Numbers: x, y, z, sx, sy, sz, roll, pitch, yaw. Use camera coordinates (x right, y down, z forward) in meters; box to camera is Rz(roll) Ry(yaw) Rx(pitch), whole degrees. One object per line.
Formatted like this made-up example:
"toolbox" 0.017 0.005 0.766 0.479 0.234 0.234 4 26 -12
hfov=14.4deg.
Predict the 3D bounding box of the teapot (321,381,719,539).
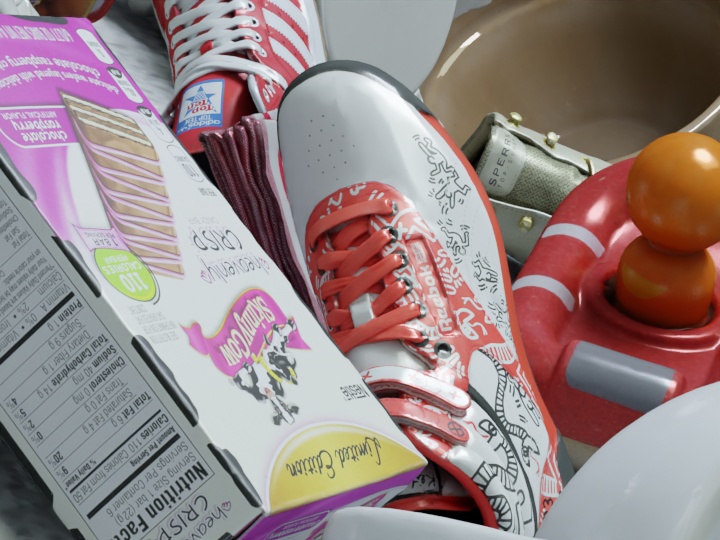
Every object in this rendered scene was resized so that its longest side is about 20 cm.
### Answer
"teapot" 0.112 0.125 0.875 0.146 0.197 0.201 -13 -78 58

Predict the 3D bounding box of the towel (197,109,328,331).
"towel" 0.000 0.000 1.144 0.145 0.023 0.200 69 17 -2

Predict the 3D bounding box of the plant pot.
"plant pot" 0.129 -0.085 1.612 0.201 0.200 0.093 49 -19 48

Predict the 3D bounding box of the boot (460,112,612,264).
"boot" 0.131 -0.030 1.436 0.154 0.072 0.200 26 -19 -16

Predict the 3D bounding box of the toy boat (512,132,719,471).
"toy boat" 0.134 -0.001 1.249 0.130 0.131 0.200 17 31 10

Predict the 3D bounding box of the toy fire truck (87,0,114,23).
"toy fire truck" -0.178 -0.212 1.317 0.199 0.168 0.112 30 15 -8

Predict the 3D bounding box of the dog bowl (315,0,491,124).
"dog bowl" -0.001 -0.155 1.475 0.058 0.201 0.200 11 3 29

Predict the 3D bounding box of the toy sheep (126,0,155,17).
"toy sheep" -0.080 -0.184 1.520 0.200 0.138 0.138 55 16 0

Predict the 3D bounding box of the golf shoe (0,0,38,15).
"golf shoe" -0.166 -0.117 1.180 0.199 0.097 0.078 30 13 -15

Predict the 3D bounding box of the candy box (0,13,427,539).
"candy box" -0.080 0.009 0.919 0.200 0.061 0.136 53 19 11

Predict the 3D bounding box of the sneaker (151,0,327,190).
"sneaker" -0.062 -0.088 1.214 0.112 0.071 0.201 17 47 -64

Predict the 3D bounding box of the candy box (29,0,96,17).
"candy box" -0.142 -0.183 1.232 0.116 0.201 0.056 30 14 -6

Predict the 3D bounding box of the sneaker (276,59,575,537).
"sneaker" 0.014 0.023 1.011 0.202 0.067 0.108 67 21 -3
